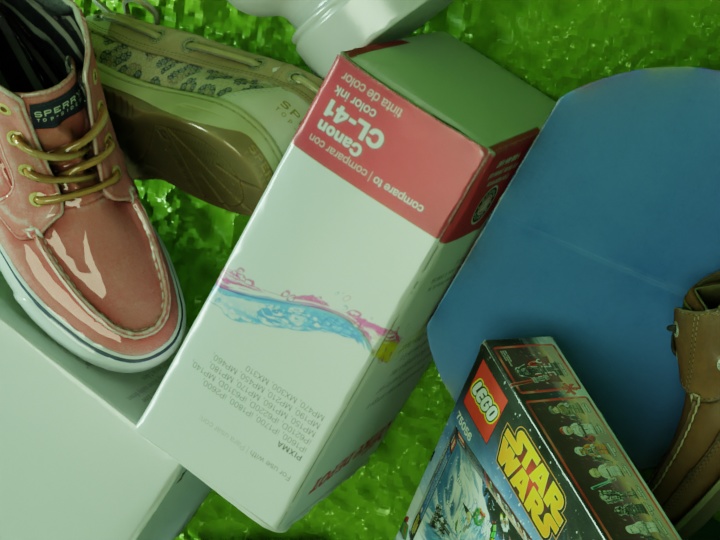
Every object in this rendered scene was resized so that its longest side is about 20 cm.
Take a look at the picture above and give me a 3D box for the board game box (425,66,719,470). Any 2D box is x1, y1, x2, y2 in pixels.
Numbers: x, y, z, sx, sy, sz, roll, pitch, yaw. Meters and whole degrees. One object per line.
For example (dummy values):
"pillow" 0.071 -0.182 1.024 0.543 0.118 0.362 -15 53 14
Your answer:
"board game box" 0.119 -0.006 0.993 0.158 0.039 0.200 21 110 -23

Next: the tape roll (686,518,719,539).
"tape roll" 0.112 0.202 1.058 0.200 0.048 0.201 4 103 17

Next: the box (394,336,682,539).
"box" 0.085 0.145 0.929 0.200 0.040 0.137 61 142 40

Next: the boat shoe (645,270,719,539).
"boat shoe" 0.168 0.027 0.966 0.068 0.072 0.200 31 114 1

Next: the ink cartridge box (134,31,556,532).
"ink cartridge box" 0.000 0.000 0.998 0.085 0.148 0.200 35 109 10

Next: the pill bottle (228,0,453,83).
"pill bottle" -0.039 -0.189 0.990 0.113 0.113 0.200 -35 89 20

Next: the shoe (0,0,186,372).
"shoe" -0.137 -0.050 0.985 0.071 0.091 0.200 -30 84 -23

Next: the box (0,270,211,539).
"box" -0.162 0.050 1.072 0.200 0.124 0.098 37 110 8

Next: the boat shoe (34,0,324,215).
"boat shoe" -0.091 -0.082 1.034 0.200 0.063 0.073 27 152 41
